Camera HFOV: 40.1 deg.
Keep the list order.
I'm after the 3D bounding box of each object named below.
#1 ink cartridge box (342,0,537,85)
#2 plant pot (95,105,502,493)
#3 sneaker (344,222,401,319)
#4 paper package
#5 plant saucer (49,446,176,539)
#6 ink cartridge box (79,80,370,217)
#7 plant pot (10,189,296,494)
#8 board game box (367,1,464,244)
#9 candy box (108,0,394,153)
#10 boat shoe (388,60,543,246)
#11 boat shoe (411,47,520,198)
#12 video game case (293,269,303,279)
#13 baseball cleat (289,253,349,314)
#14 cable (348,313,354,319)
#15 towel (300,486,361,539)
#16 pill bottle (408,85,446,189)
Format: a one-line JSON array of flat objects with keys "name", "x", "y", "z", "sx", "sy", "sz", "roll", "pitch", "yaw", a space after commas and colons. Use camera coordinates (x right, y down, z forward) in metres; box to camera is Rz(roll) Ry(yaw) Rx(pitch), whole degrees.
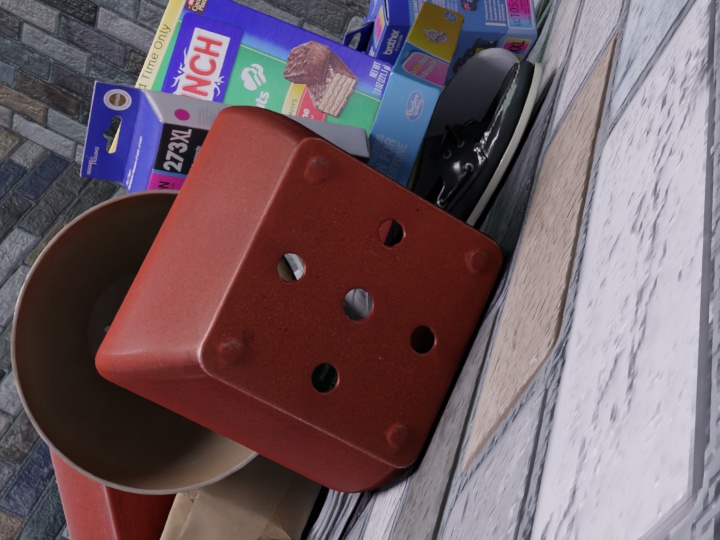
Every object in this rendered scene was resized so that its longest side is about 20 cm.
[{"name": "ink cartridge box", "x": 0.075, "y": -0.252, "z": 1.069, "sx": 0.137, "sy": 0.196, "sz": 0.078, "roll": 116, "pitch": 154, "yaw": -64}, {"name": "plant pot", "x": -0.027, "y": 0.020, "z": 0.598, "sx": 0.203, "sy": 0.198, "sz": 0.176, "roll": -64, "pitch": 15, "yaw": -8}, {"name": "sneaker", "x": 0.000, "y": 0.000, "z": 0.963, "sx": 0.075, "sy": 0.098, "sz": 0.202, "roll": -69, "pitch": -22, "yaw": -46}, {"name": "paper package", "x": -0.082, "y": 0.163, "z": 0.838, "sx": 0.201, "sy": 0.102, "sz": 0.192, "roll": -64, "pitch": 1, "yaw": -41}, {"name": "plant saucer", "x": -0.177, "y": 0.209, "z": 0.894, "sx": 0.199, "sy": 0.036, "sz": 0.203, "roll": -25, "pitch": -72, "yaw": -58}, {"name": "ink cartridge box", "x": -0.099, "y": -0.076, "z": 0.717, "sx": 0.095, "sy": 0.196, "sz": 0.038, "roll": 118, "pitch": 154, "yaw": -46}, {"name": "plant pot", "x": -0.149, "y": 0.049, "z": 0.720, "sx": 0.203, "sy": 0.198, "sz": 0.134, "roll": -64, "pitch": 16, "yaw": -9}, {"name": "board game box", "x": 0.035, "y": -0.121, "z": 0.821, "sx": 0.201, "sy": 0.040, "sz": 0.155, "roll": -71, "pitch": 1, "yaw": -60}, {"name": "candy box", "x": -0.090, "y": -0.125, "z": 0.833, "sx": 0.077, "sy": 0.197, "sz": 0.172, "roll": 115, "pitch": 176, "yaw": -85}, {"name": "boat shoe", "x": 0.076, "y": -0.079, "z": 0.773, "sx": 0.075, "sy": 0.065, "sz": 0.201, "roll": -68, "pitch": 2, "yaw": -63}, {"name": "boat shoe", "x": 0.090, "y": -0.109, "z": 0.877, "sx": 0.070, "sy": 0.070, "sz": 0.202, "roll": -72, "pitch": 0, "yaw": -58}, {"name": "video game case", "x": -0.032, "y": 0.076, "z": 1.007, "sx": 0.017, "sy": 0.144, "sz": 0.200, "roll": -30, "pitch": -4, "yaw": -8}, {"name": "baseball cleat", "x": -0.045, "y": -0.042, "z": 1.067, "sx": 0.107, "sy": 0.068, "sz": 0.202, "roll": -80, "pitch": -14, "yaw": -46}, {"name": "cable", "x": -0.008, "y": 0.083, "z": 1.204, "sx": 0.201, "sy": 0.068, "sz": 0.202, "roll": 116, "pitch": 179, "yaw": -55}, {"name": "towel", "x": -0.019, "y": 0.175, "z": 0.812, "sx": 0.200, "sy": 0.024, "sz": 0.149, "roll": -68, "pitch": 4, "yaw": -78}, {"name": "pill bottle", "x": 0.043, "y": -0.087, "z": 1.013, "sx": 0.112, "sy": 0.110, "sz": 0.203, "roll": -66, "pitch": -12, "yaw": -65}]
